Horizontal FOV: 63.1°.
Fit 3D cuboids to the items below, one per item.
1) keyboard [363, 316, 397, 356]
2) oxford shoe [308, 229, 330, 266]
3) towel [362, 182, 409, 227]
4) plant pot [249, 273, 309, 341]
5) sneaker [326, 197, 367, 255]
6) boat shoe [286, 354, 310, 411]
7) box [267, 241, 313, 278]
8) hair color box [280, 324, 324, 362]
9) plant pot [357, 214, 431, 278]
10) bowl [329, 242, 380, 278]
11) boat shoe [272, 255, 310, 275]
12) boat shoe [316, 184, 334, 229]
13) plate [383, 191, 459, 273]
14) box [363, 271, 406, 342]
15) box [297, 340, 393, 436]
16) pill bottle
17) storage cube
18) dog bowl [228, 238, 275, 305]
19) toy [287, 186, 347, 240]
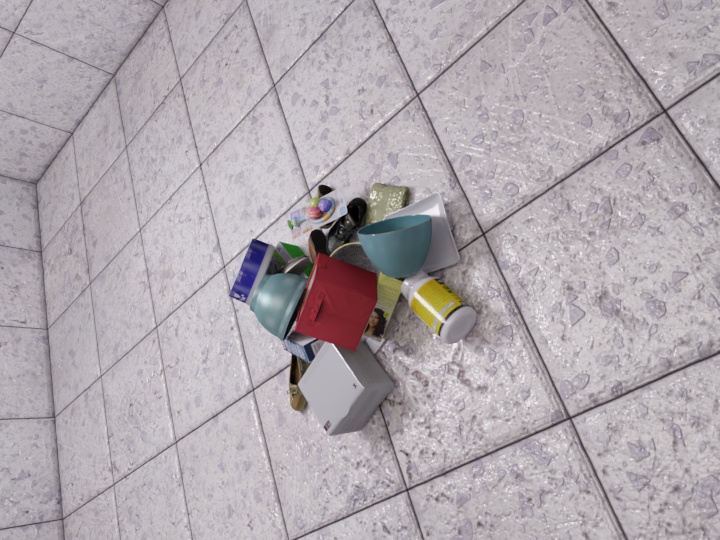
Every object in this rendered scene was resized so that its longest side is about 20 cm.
[{"bbox_3d":[0.039,0.211,1.718,0.056,0.011,0.201,48,112,36],"label":"keyboard"},{"bbox_3d":[-0.124,-0.028,1.883,0.071,0.071,0.202,127,133,-55],"label":"oxford shoe"},{"bbox_3d":[0.070,-0.159,1.747,0.147,0.036,0.202,14,91,40],"label":"towel"},{"bbox_3d":[-0.247,0.090,1.748,0.133,0.200,0.202,25,100,1],"label":"plant pot"},{"bbox_3d":[-0.051,-0.126,1.791,0.076,0.114,0.200,34,106,-1],"label":"sneaker"},{"bbox_3d":[-0.204,0.345,1.866,0.073,0.062,0.202,-3,80,40],"label":"boat shoe"},{"bbox_3d":[-0.235,0.037,1.932,0.200,0.096,0.177,47,112,36],"label":"box"},{"bbox_3d":[-0.165,0.214,1.789,0.199,0.099,0.061,11,123,61],"label":"hair color box"},{"bbox_3d":[0.102,-0.059,1.560,0.199,0.199,0.136,0,109,40],"label":"plant pot"},{"bbox_3d":[0.000,0.000,1.716,0.198,0.094,0.203,3,112,7],"label":"bowl"},{"bbox_3d":[-0.236,0.004,1.836,0.200,0.067,0.057,-42,61,28],"label":"boat shoe"},{"bbox_3d":[-0.117,-0.188,1.876,0.201,0.071,0.076,-90,22,-49],"label":"boat shoe"},{"bbox_3d":[0.172,-0.089,1.631,0.198,0.032,0.202,-22,78,35],"label":"plate"},{"bbox_3d":[0.060,0.095,1.651,0.075,0.050,0.202,19,103,-1],"label":"box"},{"bbox_3d":[-0.046,0.327,1.678,0.200,0.130,0.200,51,119,35],"label":"box"},{"bbox_3d":[0.199,0.089,1.536,0.200,0.112,0.113,45,110,36],"label":"pill bottle"},{"bbox_3d":[-0.064,0.083,1.605,0.200,0.178,0.172,-87,18,-67],"label":"storage cube"},{"bbox_3d":[-0.342,0.004,1.849,0.200,0.078,0.202,-158,90,-80],"label":"dog bowl"},{"bbox_3d":[-0.140,-0.182,1.775,0.199,0.047,0.116,-27,50,21],"label":"toy"}]
